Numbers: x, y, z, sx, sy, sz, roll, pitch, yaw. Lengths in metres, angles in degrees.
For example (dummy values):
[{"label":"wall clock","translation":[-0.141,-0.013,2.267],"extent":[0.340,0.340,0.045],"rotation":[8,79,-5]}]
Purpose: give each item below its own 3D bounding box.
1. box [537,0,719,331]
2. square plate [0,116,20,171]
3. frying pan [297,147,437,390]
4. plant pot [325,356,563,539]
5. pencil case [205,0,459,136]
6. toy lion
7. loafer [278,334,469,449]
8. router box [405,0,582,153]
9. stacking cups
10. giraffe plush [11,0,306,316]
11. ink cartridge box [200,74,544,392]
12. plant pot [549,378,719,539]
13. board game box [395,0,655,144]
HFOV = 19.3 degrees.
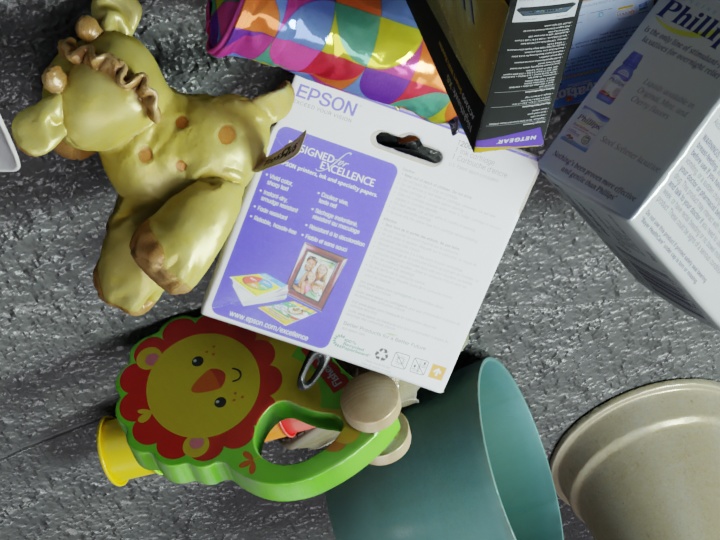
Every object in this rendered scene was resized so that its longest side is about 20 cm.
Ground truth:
[{"label":"box","translation":[0.258,-0.091,1.551],"extent":[0.200,0.105,0.184],"rotation":[-52,137,-4]},{"label":"square plate","translation":[-0.330,-0.141,1.353],"extent":[0.198,0.029,0.199],"rotation":[3,141,11]},{"label":"frying pan","translation":[0.017,0.000,1.615],"extent":[0.114,0.031,0.192],"rotation":[6,99,-15]},{"label":"plant pot","translation":[0.065,0.192,1.807],"extent":[0.160,0.202,0.201],"rotation":[-17,142,16]},{"label":"pencil case","translation":[-0.010,-0.158,1.439],"extent":[0.199,0.089,0.089],"rotation":[18,130,-25]},{"label":"toy lion","translation":[-0.087,0.103,1.646],"extent":[0.191,0.200,0.069],"rotation":[-32,144,-12]},{"label":"loafer","translation":[0.013,0.090,1.754],"extent":[0.200,0.076,0.068],"rotation":[-37,131,22]},{"label":"router box","translation":[0.076,-0.201,1.342],"extent":[0.052,0.201,0.158],"rotation":[-8,139,-16]},{"label":"stacking cups","translation":[-0.113,0.129,1.731],"extent":[0.199,0.061,0.061],"rotation":[-13,142,15]},{"label":"giraffe plush","translation":[-0.155,-0.090,1.441],"extent":[0.162,0.173,0.200],"rotation":[35,132,-20]},{"label":"ink cartridge box","translation":[0.008,-0.030,1.549],"extent":[0.197,0.043,0.201],"rotation":[19,110,-12]},{"label":"plant pot","translation":[0.294,0.233,1.936],"extent":[0.199,0.184,0.201],"rotation":[-11,140,-9]},{"label":"board game box","translation":[0.118,-0.155,1.551],"extent":[0.198,0.020,0.103],"rotation":[-13,138,-5]}]
